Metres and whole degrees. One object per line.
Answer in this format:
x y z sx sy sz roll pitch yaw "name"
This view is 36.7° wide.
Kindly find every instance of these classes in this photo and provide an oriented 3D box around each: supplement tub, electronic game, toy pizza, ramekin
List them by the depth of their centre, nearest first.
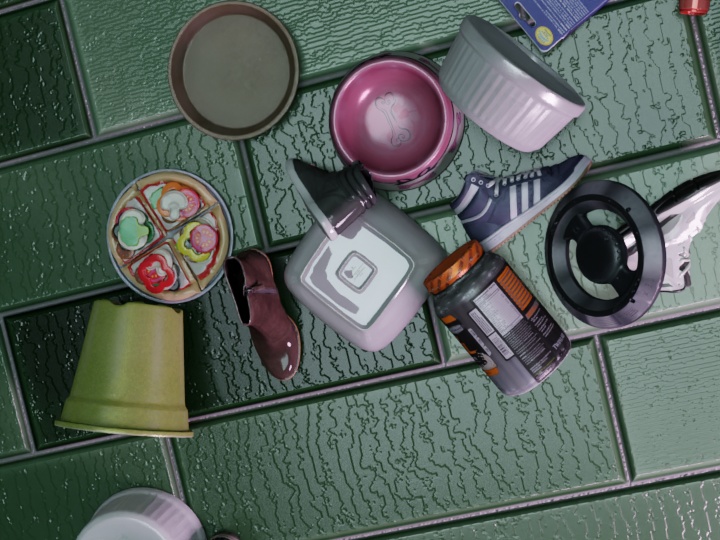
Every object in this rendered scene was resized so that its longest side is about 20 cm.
0.194 -0.243 1.447 0.202 0.202 0.094 39 112 4 "ramekin"
0.326 -0.021 1.464 0.199 0.041 0.202 9 102 51 "electronic game"
0.184 0.063 1.494 0.122 0.123 0.200 -39 95 10 "supplement tub"
-0.288 -0.050 1.619 0.199 0.032 0.202 1 95 9 "toy pizza"
-0.338 0.438 1.634 0.199 0.098 0.202 1 95 10 "ramekin"

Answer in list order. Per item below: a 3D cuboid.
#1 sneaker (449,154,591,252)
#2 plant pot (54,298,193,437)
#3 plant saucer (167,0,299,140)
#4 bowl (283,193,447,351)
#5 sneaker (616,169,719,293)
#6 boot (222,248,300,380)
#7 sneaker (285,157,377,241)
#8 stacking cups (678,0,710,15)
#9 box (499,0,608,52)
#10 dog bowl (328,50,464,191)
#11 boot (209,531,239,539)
0.216 -0.121 1.511 0.200 0.070 0.109 -39 90 13 "sneaker"
-0.333 0.140 1.576 0.199 0.200 0.186 4 84 9 "plant pot"
-0.183 -0.290 1.585 0.198 0.029 0.202 1 94 10 "plant saucer"
0.000 0.000 1.556 0.199 0.075 0.200 38 101 5 "bowl"
0.441 -0.044 1.488 0.200 0.076 0.116 -36 96 19 "sneaker"
-0.146 0.070 1.537 0.072 0.166 0.201 -13 92 10 "boot"
-0.037 -0.120 1.515 0.099 0.200 0.071 -33 126 -2 "sneaker"
0.454 -0.446 1.452 0.060 0.060 0.202 9 97 9 "stacking cups"
0.292 -0.407 1.494 0.200 0.032 0.121 -40 87 9 "box"
0.046 -0.212 1.530 0.199 0.074 0.202 1 95 10 "dog bowl"
-0.207 0.503 1.589 0.073 0.154 0.205 -8 93 10 "boot"
